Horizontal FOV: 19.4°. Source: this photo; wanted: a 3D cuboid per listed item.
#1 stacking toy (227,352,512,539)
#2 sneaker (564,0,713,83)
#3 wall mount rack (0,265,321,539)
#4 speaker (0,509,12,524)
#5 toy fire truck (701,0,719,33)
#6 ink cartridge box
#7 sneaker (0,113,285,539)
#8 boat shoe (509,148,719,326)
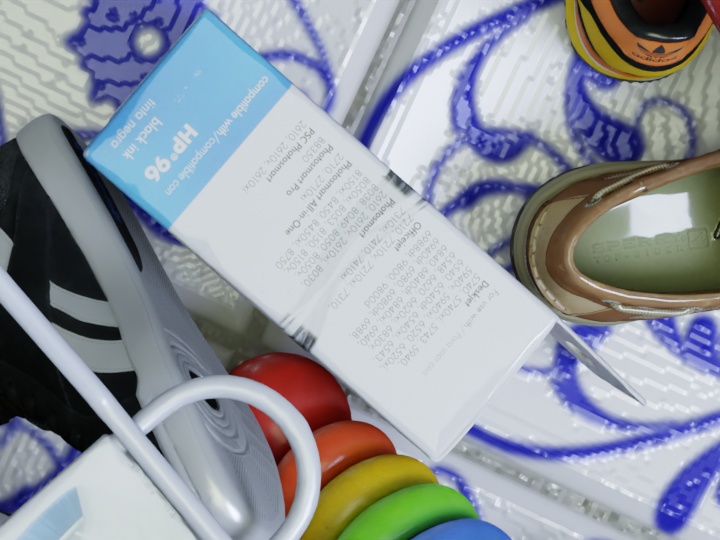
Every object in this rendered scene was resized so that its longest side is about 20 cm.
[{"bbox_3d":[0.011,0.102,0.733,0.085,0.085,0.200,-46,52,1],"label":"stacking toy"},{"bbox_3d":[0.112,-0.169,0.762,0.070,0.090,0.201,1,93,-3],"label":"sneaker"},{"bbox_3d":[-0.111,0.085,0.620,0.200,0.075,0.174,-41,92,-6],"label":"wall mount rack"},{"bbox_3d":[-0.145,0.111,0.693,0.199,0.081,0.081,23,92,-4],"label":"speaker"},{"bbox_3d":[0.202,-0.101,0.723,0.112,0.168,0.200,-36,109,24],"label":"toy fire truck"},{"bbox_3d":[0.000,0.000,0.753,0.200,0.116,0.068,41,91,-4],"label":"ink cartridge box"},{"bbox_3d":[-0.109,0.047,0.742,0.112,0.073,0.200,-36,53,7],"label":"sneaker"},{"bbox_3d":[0.158,-0.018,0.780,0.199,0.074,0.076,-15,94,-5],"label":"boat shoe"}]
